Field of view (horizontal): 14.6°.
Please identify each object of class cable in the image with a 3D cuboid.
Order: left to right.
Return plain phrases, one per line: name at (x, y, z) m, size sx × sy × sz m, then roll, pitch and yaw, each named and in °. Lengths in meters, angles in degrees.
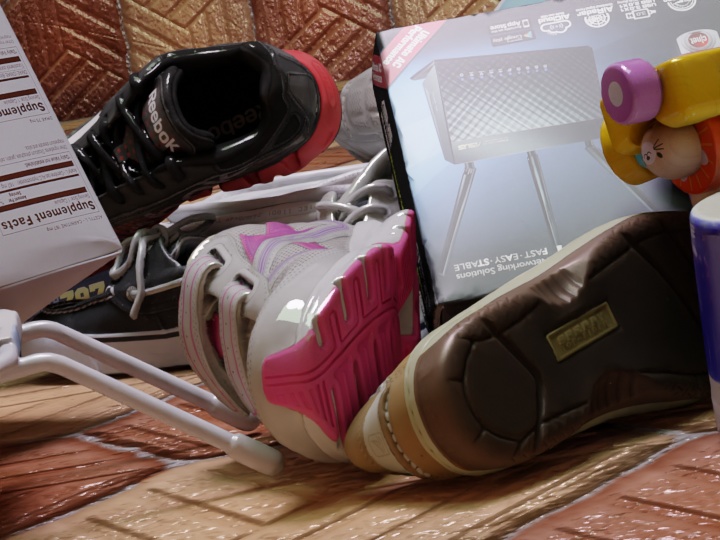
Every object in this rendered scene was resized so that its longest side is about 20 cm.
cable at (-0.006, -0.017, 1.464) m, size 0.200 × 0.069 × 0.200 m, roll -9°, pitch 6°, yaw 19°

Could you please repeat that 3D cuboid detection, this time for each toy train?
toy train at (0.162, -0.061, 1.034) m, size 0.150 × 0.056 × 0.200 m, roll -16°, pitch -7°, yaw -2°

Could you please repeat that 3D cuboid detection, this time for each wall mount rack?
wall mount rack at (-0.125, 0.054, 1.058) m, size 0.173 × 0.075 × 0.200 m, roll -15°, pitch 7°, yaw -5°

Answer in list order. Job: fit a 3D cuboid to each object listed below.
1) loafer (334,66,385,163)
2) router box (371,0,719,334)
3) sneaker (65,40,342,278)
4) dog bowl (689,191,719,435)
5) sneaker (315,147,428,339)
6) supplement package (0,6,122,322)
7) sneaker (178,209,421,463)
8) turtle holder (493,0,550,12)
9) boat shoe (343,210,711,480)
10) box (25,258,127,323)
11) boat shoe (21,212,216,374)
loafer at (0.069, -0.071, 1.597) m, size 0.200 × 0.070 × 0.070 m, roll 19°, pitch -22°, yaw -33°
router box at (0.113, -0.043, 1.166) m, size 0.200 × 0.150 × 0.062 m, roll -11°, pitch -37°, yaw -2°
sneaker at (-0.108, -0.056, 1.367) m, size 0.200 × 0.071 × 0.098 m, roll -27°, pitch -14°, yaw 4°
dog bowl at (0.211, 0.002, 0.931) m, size 0.200 × 0.079 × 0.200 m, roll -10°, pitch 7°, yaw 1°
sneaker at (0.000, 0.000, 1.218) m, size 0.073 × 0.071 × 0.200 m, roll -14°, pitch 17°, yaw 13°
supplement package at (-0.249, -0.042, 1.241) m, size 0.191 × 0.200 × 0.147 m, roll -32°, pitch -9°, yaw 38°
sneaker at (-0.027, 0.026, 1.042) m, size 0.088 × 0.082 × 0.200 m, roll -2°, pitch 7°, yaw 6°
turtle holder at (0.107, -0.093, 1.343) m, size 0.132 × 0.141 × 0.186 m, roll -43°, pitch 49°, yaw 2°
boat shoe at (0.070, 0.028, 1.009) m, size 0.200 × 0.072 × 0.076 m, roll -15°, pitch -8°, yaw -45°
box at (-0.232, 0.021, 1.557) m, size 0.200 × 0.051 × 0.158 m, roll -3°, pitch 11°, yaw 46°
boat shoe at (-0.085, 0.010, 1.352) m, size 0.199 × 0.068 × 0.074 m, roll -5°, pitch 8°, yaw 38°
